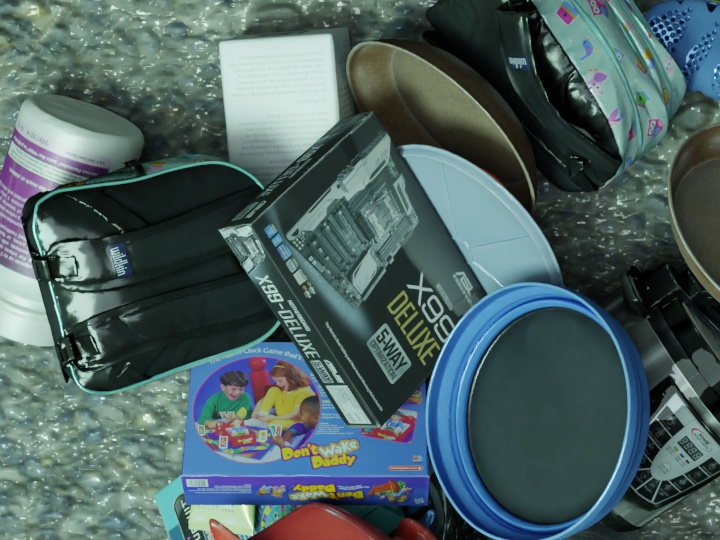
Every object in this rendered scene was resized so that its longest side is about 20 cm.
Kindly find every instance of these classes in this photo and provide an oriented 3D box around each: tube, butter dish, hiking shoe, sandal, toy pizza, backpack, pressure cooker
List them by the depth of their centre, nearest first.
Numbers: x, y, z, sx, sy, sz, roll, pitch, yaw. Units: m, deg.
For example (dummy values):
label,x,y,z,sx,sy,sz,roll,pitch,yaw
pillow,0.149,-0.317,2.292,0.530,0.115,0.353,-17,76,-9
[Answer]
label,x,y,z,sx,sy,sz,roll,pitch,yaw
backpack,0.161,-0.165,1.435,0.126,0.167,0.200,-41,96,-20
butter dish,0.004,0.259,1.437,0.148,0.200,0.200,-42,136,-19
sandal,0.312,-0.160,1.444,0.199,0.087,0.080,23,106,7
backpack,-0.160,-0.005,1.461,0.199,0.153,0.177,-16,97,-8
pressure cooker,0.243,0.091,1.464,0.200,0.176,0.179,-36,74,15
toy pizza,0.090,-0.025,1.490,0.200,0.032,0.201,32,147,24
tube,-0.112,0.127,1.569,0.051,0.058,0.202,6,84,-9
hiking shoe,0.060,0.196,1.585,0.086,0.074,0.202,10,111,38

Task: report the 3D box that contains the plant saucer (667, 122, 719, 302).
label,x,y,z,sx,sy,sz,roll,pitch,yaw
plant saucer,0.324,-0.028,1.433,0.200,0.200,0.035,38,141,1

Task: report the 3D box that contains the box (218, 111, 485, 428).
label,x,y,z,sx,sy,sz,roll,pitch,yaw
box,0.000,0.000,1.446,0.050,0.158,0.201,-6,121,53

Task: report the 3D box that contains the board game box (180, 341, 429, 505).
label,x,y,z,sx,sy,sz,roll,pitch,yaw
board game box,-0.043,0.125,1.490,0.198,0.135,0.045,0,141,1

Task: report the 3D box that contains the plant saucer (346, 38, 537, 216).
label,x,y,z,sx,sy,sz,roll,pitch,yaw
plant saucer,0.073,-0.118,1.464,0.200,0.200,0.037,44,71,0

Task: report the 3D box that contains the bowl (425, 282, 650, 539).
label,x,y,z,sx,sy,sz,roll,pitch,yaw
bowl,0.137,0.111,1.395,0.200,0.039,0.202,-9,76,42

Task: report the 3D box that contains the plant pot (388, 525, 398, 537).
label,x,y,z,sx,sy,sz,roll,pitch,yaw
plant pot,-0.010,0.304,1.578,0.200,0.093,0.202,-12,66,30

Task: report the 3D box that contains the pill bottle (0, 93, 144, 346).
label,x,y,z,sx,sy,sz,roll,pitch,yaw
pill bottle,-0.267,-0.042,1.565,0.112,0.112,0.201,22,104,6

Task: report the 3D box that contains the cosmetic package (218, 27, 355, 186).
label,x,y,z,sx,sy,sz,roll,pitch,yaw
cosmetic package,-0.056,-0.100,1.533,0.101,0.071,0.202,-1,101,13

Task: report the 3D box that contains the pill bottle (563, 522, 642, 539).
label,x,y,z,sx,sy,sz,roll,pitch,yaw
pill bottle,0.180,0.257,1.496,0.112,0.200,0.114,2,103,11

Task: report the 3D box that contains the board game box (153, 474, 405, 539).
label,x,y,z,sx,sy,sz,roll,pitch,yaw
board game box,-0.073,0.206,1.571,0.200,0.047,0.152,-38,52,16
